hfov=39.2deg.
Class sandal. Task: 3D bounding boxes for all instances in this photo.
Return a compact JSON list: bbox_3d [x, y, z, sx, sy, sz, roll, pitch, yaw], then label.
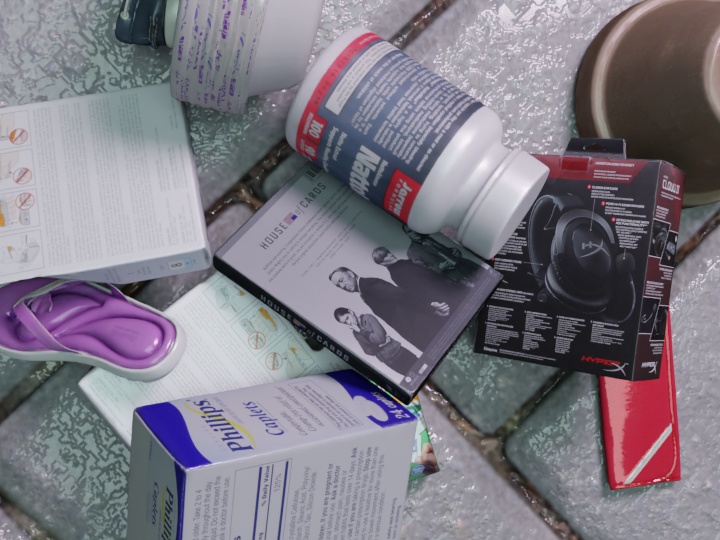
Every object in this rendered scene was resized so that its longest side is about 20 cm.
[{"bbox_3d":[-0.232,0.035,0.823,0.202,0.050,0.083,9,58,20],"label":"sandal"}]

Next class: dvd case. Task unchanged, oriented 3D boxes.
[{"bbox_3d":[0.000,0.000,0.847,0.200,0.025,0.150,35,57,12],"label":"dvd case"}]

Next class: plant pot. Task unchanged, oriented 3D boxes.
[{"bbox_3d":[0.307,-0.156,0.878,0.199,0.175,0.201,0,92,-8],"label":"plant pot"}]

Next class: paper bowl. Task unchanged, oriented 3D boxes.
[{"bbox_3d":[-0.082,-0.223,0.802,0.104,0.201,0.202,13,90,-9],"label":"paper bowl"}]

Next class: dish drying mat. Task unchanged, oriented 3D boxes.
[{"bbox_3d":[0.262,0.103,0.956,0.076,0.018,0.201,-5,93,-8],"label":"dish drying mat"}]

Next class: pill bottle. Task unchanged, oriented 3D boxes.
[{"bbox_3d":[0.049,-0.101,0.839,0.200,0.120,0.120,35,86,12],"label":"pill bottle"}]

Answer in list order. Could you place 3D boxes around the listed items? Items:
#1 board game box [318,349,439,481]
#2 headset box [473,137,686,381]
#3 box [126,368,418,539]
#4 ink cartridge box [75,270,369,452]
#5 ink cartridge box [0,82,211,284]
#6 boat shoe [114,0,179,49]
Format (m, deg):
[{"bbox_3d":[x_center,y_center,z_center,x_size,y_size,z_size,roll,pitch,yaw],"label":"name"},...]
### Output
[{"bbox_3d":[-0.042,0.144,0.906,0.199,0.029,0.135,-16,93,-7],"label":"board game box"},{"bbox_3d":[0.189,-0.016,0.875,0.148,0.077,0.201,7,90,34],"label":"headset box"},{"bbox_3d":[-0.073,0.190,0.790,0.199,0.105,0.185,-6,114,-33],"label":"box"},{"bbox_3d":[-0.114,0.092,0.866,0.200,0.050,0.162,-40,95,-17],"label":"ink cartridge box"},{"bbox_3d":[-0.233,-0.063,0.834,0.199,0.047,0.161,-11,69,-6],"label":"ink cartridge box"},{"bbox_3d":[-0.169,-0.283,0.849,0.061,0.075,0.201,4,85,-3],"label":"boat shoe"}]
